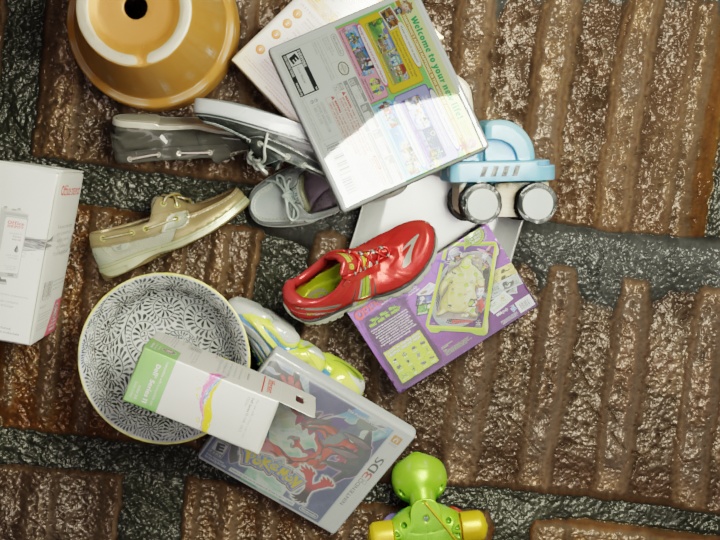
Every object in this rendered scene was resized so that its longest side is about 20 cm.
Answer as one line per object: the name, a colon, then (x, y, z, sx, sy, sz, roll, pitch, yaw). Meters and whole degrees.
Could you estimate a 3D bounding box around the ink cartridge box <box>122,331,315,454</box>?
ink cartridge box: (-0.153, 0.142, 1.381, 0.200, 0.117, 0.067, 23, 95, -3)

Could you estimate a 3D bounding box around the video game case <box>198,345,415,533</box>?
video game case: (-0.065, 0.207, 1.488, 0.200, 0.023, 0.182, 32, 114, -11)

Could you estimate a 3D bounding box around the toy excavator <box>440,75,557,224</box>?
toy excavator: (0.129, -0.155, 1.437, 0.194, 0.100, 0.200, -1, 95, -6)

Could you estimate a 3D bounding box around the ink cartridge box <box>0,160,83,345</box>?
ink cartridge box: (-0.388, -0.025, 1.438, 0.083, 0.147, 0.200, 11, 93, -3)

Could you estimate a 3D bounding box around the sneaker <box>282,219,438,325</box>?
sneaker: (0.000, 0.000, 1.447, 0.200, 0.085, 0.077, -30, 64, 3)

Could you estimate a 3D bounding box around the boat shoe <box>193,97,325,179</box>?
boat shoe: (-0.100, -0.143, 1.413, 0.199, 0.074, 0.068, 17, 96, -5)

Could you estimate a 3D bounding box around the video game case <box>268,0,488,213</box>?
video game case: (0.020, -0.189, 1.378, 0.182, 0.022, 0.200, -24, 87, -8)

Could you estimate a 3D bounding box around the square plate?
square plate: (0.091, -0.043, 1.513, 0.198, 0.028, 0.200, 16, 94, -3)

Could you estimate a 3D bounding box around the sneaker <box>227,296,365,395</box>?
sneaker: (-0.097, 0.121, 1.496, 0.200, 0.076, 0.105, 35, 93, -5)

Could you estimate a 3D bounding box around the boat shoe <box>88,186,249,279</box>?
boat shoe: (-0.231, -0.057, 1.478, 0.200, 0.074, 0.066, -26, 100, 0)

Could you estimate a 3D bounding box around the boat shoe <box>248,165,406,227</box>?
boat shoe: (-0.043, -0.098, 1.471, 0.202, 0.065, 0.075, -10, 88, 14)

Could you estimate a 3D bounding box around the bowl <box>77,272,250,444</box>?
bowl: (-0.229, 0.099, 1.480, 0.200, 0.094, 0.201, 0, 95, -3)

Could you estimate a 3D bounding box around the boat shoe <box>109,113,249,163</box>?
boat shoe: (-0.198, -0.151, 1.479, 0.200, 0.067, 0.057, 4, 111, -1)

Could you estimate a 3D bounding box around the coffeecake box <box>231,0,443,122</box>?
coffeecake box: (-0.027, -0.260, 1.467, 0.200, 0.073, 0.154, -43, 96, 2)

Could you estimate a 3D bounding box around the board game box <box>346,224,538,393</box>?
board game box: (0.098, 0.045, 1.493, 0.200, 0.032, 0.120, -32, 98, 1)

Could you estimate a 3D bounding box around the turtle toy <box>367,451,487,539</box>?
turtle toy: (0.080, 0.322, 1.505, 0.145, 0.101, 0.200, -5, 94, -2)

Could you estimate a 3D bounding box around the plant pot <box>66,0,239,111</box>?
plant pot: (-0.242, -0.284, 1.403, 0.200, 0.183, 0.201, 0, 95, -2)
